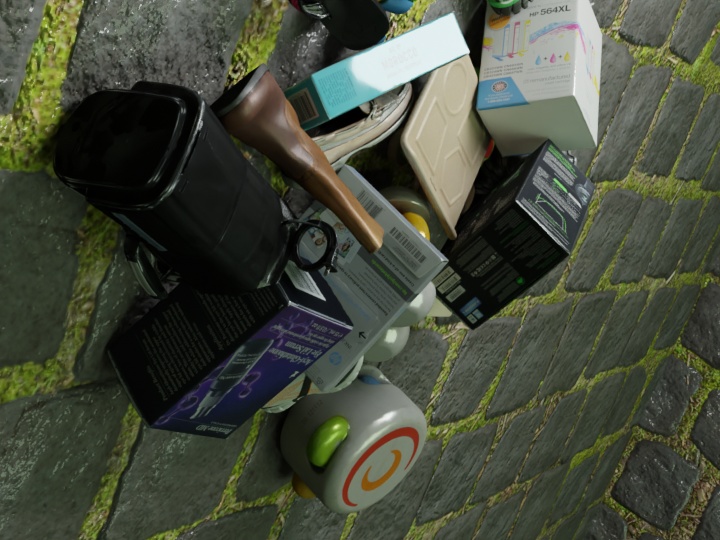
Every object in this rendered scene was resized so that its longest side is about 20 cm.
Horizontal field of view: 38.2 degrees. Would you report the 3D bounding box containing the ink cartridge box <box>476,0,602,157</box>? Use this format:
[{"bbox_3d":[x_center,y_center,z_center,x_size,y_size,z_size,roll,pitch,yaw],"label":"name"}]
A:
[{"bbox_3d":[0.232,-0.268,1.336,0.125,0.128,0.202,44,48,-55],"label":"ink cartridge box"}]

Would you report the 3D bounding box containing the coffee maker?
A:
[{"bbox_3d":[-0.141,-0.072,0.923,0.200,0.191,0.136,52,30,-60],"label":"coffee maker"}]

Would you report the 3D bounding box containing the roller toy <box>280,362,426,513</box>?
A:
[{"bbox_3d":[-0.013,0.227,1.436,0.182,0.140,0.201,-30,142,-26],"label":"roller toy"}]

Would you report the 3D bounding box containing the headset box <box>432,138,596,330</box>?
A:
[{"bbox_3d":[0.189,-0.050,1.299,0.174,0.093,0.200,-43,-173,35],"label":"headset box"}]

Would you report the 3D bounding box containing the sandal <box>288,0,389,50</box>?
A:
[{"bbox_3d":[-0.035,-0.270,0.995,0.075,0.045,0.200,-29,140,23],"label":"sandal"}]

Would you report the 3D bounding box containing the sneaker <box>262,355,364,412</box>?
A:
[{"bbox_3d":[-0.078,0.119,1.230,0.199,0.074,0.080,-33,153,33],"label":"sneaker"}]

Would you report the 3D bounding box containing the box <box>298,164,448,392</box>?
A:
[{"bbox_3d":[-0.025,0.010,1.156,0.200,0.156,0.041,-48,168,9],"label":"box"}]

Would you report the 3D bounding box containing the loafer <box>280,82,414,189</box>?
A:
[{"bbox_3d":[-0.014,-0.169,1.160,0.200,0.072,0.063,-42,139,-25],"label":"loafer"}]

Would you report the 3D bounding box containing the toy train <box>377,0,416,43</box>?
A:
[{"bbox_3d":[-0.010,-0.301,1.052,0.199,0.085,0.116,2,131,-53],"label":"toy train"}]

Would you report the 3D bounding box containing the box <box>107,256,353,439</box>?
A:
[{"bbox_3d":[-0.133,0.071,1.079,0.200,0.105,0.148,-42,154,12],"label":"box"}]

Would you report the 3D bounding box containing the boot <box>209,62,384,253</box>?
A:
[{"bbox_3d":[-0.055,-0.091,0.978,0.068,0.200,0.188,-38,-175,0],"label":"boot"}]

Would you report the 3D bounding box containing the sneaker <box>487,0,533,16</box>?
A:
[{"bbox_3d":[0.210,-0.419,1.280,0.085,0.078,0.201,32,84,-53],"label":"sneaker"}]

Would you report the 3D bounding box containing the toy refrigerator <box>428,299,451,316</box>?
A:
[{"bbox_3d":[0.076,0.015,1.464,0.199,0.070,0.076,4,119,-58],"label":"toy refrigerator"}]

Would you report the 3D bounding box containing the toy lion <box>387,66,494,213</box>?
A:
[{"bbox_3d":[0.131,-0.190,1.384,0.193,0.068,0.200,-64,151,-7],"label":"toy lion"}]

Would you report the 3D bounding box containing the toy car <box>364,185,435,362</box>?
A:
[{"bbox_3d":[0.000,0.000,1.255,0.149,0.176,0.200,10,144,-17],"label":"toy car"}]

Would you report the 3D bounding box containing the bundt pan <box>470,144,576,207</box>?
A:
[{"bbox_3d":[0.216,-0.104,1.472,0.075,0.202,0.203,11,108,-30],"label":"bundt pan"}]

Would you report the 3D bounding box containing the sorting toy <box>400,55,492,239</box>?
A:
[{"bbox_3d":[0.105,-0.167,1.264,0.185,0.036,0.201,56,47,-50],"label":"sorting toy"}]

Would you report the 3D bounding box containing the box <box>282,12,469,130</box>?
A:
[{"bbox_3d":[0.015,-0.211,1.111,0.199,0.082,0.049,-30,100,-28],"label":"box"}]
